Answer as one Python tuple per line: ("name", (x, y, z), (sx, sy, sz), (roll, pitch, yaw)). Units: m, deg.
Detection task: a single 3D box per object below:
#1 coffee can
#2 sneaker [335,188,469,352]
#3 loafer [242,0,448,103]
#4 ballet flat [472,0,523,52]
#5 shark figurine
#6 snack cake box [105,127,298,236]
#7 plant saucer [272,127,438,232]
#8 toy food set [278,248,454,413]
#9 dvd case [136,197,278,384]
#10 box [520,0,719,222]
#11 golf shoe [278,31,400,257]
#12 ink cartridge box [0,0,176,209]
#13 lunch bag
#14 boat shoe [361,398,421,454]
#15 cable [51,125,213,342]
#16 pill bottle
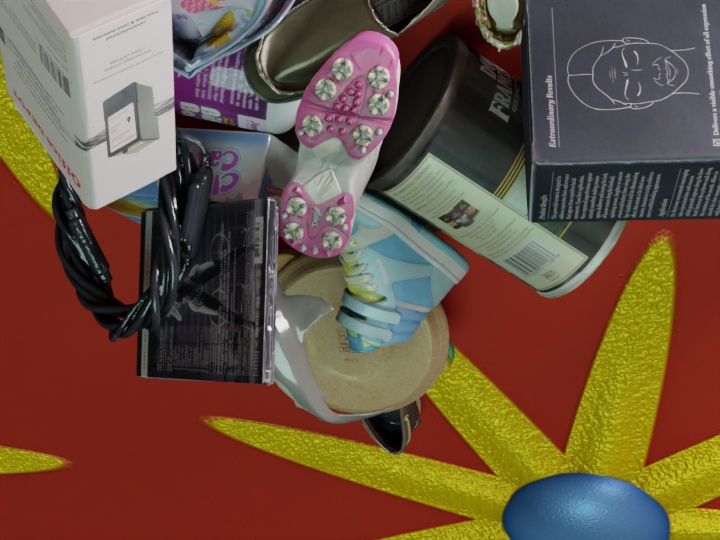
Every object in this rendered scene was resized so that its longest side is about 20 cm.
("coffee can", (0.118, -0.088, 1.247), (0.199, 0.147, 0.146), (31, 133, -18))
("sneaker", (0.000, 0.000, 1.307), (0.199, 0.079, 0.131), (32, 92, -33))
("loafer", (-0.007, -0.204, 1.150), (0.199, 0.070, 0.076), (-35, 96, -6))
("ballet flat", (0.116, -0.260, 1.136), (0.075, 0.064, 0.202), (1, 134, 14))
("shark figurine", (-0.050, 0.065, 1.286), (0.089, 0.128, 0.216), (-28, 102, 17))
("snack cake box", (-0.145, -0.081, 1.309), (0.198, 0.068, 0.115), (6, 167, 27))
("plant saucer", (0.002, -0.085, 1.357), (0.197, 0.036, 0.202), (6, 136, 6))
("toy food set", (-0.007, 0.061, 1.441), (0.198, 0.049, 0.200), (-12, 115, 19))
("dvd case", (-0.133, 0.019, 1.234), (0.016, 0.151, 0.199), (4, 176, -40))
("box", (0.225, -0.127, 1.117), (0.197, 0.150, 0.107), (-1, 157, 4))
("golf shoe", (-0.015, -0.110, 1.163), (0.075, 0.092, 0.202), (23, 123, 1))
("ink cartridge box", (-0.211, -0.169, 1.098), (0.083, 0.146, 0.201), (-28, 153, -22))
("lunch bag", (-0.088, -0.267, 1.100), (0.126, 0.171, 0.201), (23, 134, -4))
("boat shoe", (0.014, 0.113, 1.532), (0.071, 0.060, 0.201), (-6, 133, 19))
("cable", (-0.207, -0.039, 1.242), (0.162, 0.051, 0.203), (19, 103, 28))
("pill bottle", (-0.103, -0.179, 1.232), (0.197, 0.113, 0.113), (12, 136, 2))
